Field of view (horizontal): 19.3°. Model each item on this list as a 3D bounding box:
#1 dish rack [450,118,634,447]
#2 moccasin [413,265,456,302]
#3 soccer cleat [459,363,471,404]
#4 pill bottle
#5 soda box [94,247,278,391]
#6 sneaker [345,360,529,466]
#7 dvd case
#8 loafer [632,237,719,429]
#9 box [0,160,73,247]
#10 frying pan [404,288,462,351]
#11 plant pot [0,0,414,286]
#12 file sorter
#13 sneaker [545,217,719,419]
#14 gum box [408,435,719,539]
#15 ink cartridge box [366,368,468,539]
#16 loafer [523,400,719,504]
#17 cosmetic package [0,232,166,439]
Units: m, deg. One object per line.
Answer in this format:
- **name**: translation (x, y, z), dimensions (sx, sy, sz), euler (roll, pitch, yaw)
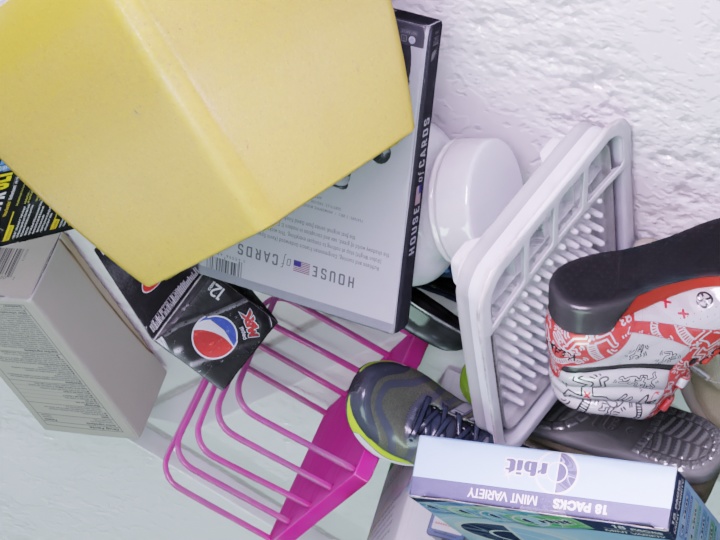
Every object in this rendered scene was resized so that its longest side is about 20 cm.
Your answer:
- **dish rack**: translation (0.114, 0.007, 1.357), dimensions (0.043, 0.172, 0.200), euler (26, 150, 27)
- **moccasin**: translation (0.102, 0.022, 1.480), dimensions (0.199, 0.068, 0.081), euler (23, 149, -8)
- **soccer cleat**: translation (0.161, 0.126, 1.599), dimensions (0.200, 0.068, 0.081), euler (32, 178, -16)
- **pill bottle**: translation (0.001, -0.045, 1.395), dimensions (0.199, 0.111, 0.111), euler (1, 144, 31)
- **soda box**: translation (-0.127, 0.010, 1.506), dimensions (0.071, 0.063, 0.200), euler (38, -176, -26)
- **sneaker**: translation (0.077, 0.124, 1.546), dimensions (0.200, 0.074, 0.081), euler (30, 162, -25)
- **dvd case**: translation (-0.029, -0.074, 1.322), dimensions (0.150, 0.025, 0.201), euler (17, 115, 25)
- **loafer**: translation (0.250, 0.053, 1.434), dimensions (0.068, 0.076, 0.200), euler (-3, 142, 45)
- **box**: translation (-0.201, -0.084, 1.429), dimensions (0.159, 0.049, 0.200), euler (-14, 161, -23)
- **frying pan**: translation (0.005, 0.005, 1.499), dimensions (0.190, 0.031, 0.115), euler (31, -174, -21)
- **plant pot**: translation (-0.090, -0.108, 1.203), dimensions (0.200, 0.200, 0.177), euler (-23, 100, 50)
- **file sorter**: translation (-0.058, 0.108, 1.653), dimensions (0.125, 0.139, 0.200), euler (30, 149, -9)
- **sneaker**: translation (0.213, 0.032, 1.350), dimensions (0.201, 0.067, 0.108), euler (-11, 133, -11)
- **gum box**: translation (0.141, 0.160, 1.404), dimensions (0.169, 0.045, 0.200), euler (6, 165, 21)
- **ink cartridge box**: translation (0.059, 0.203, 1.666), dimensions (0.087, 0.201, 0.145), euler (23, 149, -5)
- **loafer**: translation (0.163, 0.120, 1.484), dimensions (0.200, 0.075, 0.070), euler (23, 140, 34)
- **cosmetic package**: translation (-0.253, 0.053, 1.746), dimensions (0.103, 0.073, 0.200), euler (3, 146, 27)
